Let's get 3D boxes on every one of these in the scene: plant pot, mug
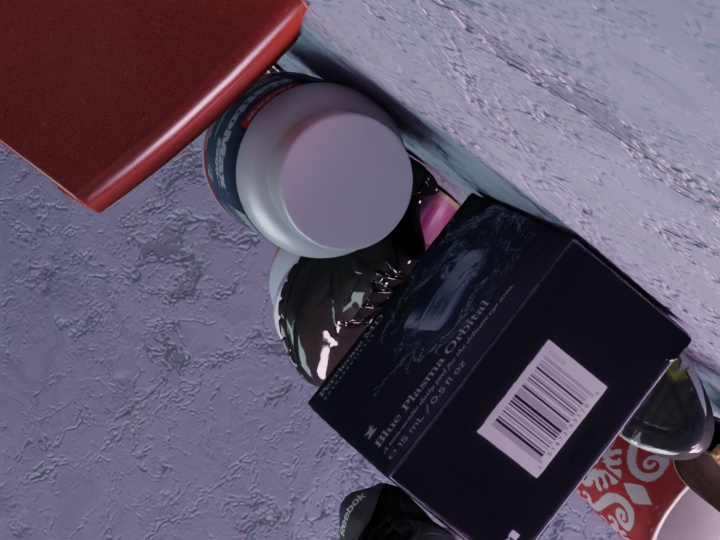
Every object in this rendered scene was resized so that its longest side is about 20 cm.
[{"bbox_3d":[-0.168,-0.146,1.371,0.200,0.176,0.200,38,177,-3],"label":"plant pot"},{"bbox_3d":[0.258,0.183,2.083,0.200,0.133,0.178,40,178,36],"label":"mug"}]

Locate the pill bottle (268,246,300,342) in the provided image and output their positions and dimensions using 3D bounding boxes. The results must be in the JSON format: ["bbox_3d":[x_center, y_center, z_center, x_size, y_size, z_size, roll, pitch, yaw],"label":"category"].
[{"bbox_3d":[-0.014,-0.004,1.840,0.116,0.116,0.200,38,-158,-10],"label":"pill bottle"}]

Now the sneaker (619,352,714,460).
[{"bbox_3d":[0.209,0.080,1.606,0.085,0.075,0.200,32,-170,-33],"label":"sneaker"}]

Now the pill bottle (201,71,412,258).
[{"bbox_3d":[-0.034,-0.072,1.516,0.120,0.120,0.200,38,177,-17],"label":"pill bottle"}]

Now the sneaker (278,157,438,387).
[{"bbox_3d":[0.000,0.000,1.668,0.091,0.200,0.076,25,-160,31],"label":"sneaker"}]

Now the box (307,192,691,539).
[{"bbox_3d":[0.088,0.070,1.500,0.117,0.197,0.200,39,178,-19],"label":"box"}]

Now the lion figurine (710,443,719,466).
[{"bbox_3d":[0.293,0.192,1.574,0.123,0.072,0.200,49,146,38],"label":"lion figurine"}]

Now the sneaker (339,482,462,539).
[{"bbox_3d":[0.021,0.183,1.460,0.090,0.067,0.200,37,180,4],"label":"sneaker"}]

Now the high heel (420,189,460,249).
[{"bbox_3d":[0.071,0.008,1.788,0.067,0.096,0.200,36,177,31],"label":"high heel"}]

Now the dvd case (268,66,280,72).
[{"bbox_3d":[-0.071,-0.147,1.827,0.146,0.022,0.200,35,176,46],"label":"dvd case"}]

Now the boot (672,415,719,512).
[{"bbox_3d":[0.329,0.185,1.709,0.200,0.072,0.166,32,173,13],"label":"boot"}]
